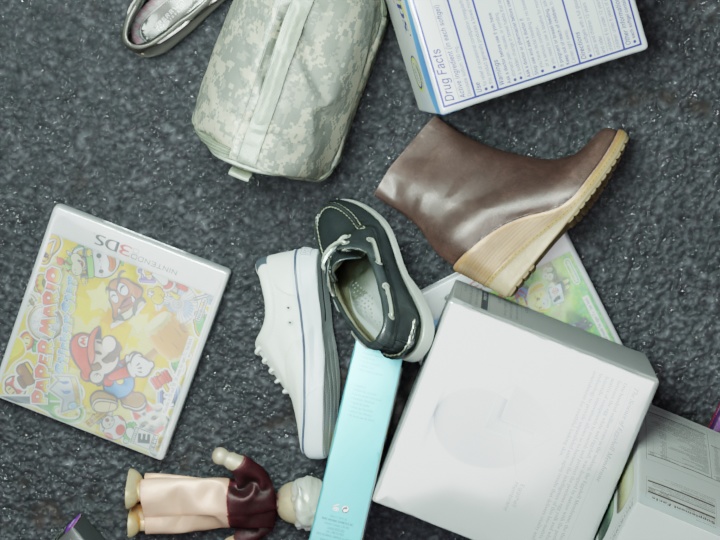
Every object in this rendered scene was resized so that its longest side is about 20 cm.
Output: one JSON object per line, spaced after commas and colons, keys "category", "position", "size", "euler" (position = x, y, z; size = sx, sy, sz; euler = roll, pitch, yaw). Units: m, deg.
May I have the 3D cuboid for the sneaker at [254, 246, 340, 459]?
{"category": "sneaker", "position": [-0.062, 0.079, 1.558], "size": [0.070, 0.073, 0.202], "euler": [-4, 90, 14]}

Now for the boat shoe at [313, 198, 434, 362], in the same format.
{"category": "boat shoe", "position": [0.000, 0.000, 1.480], "size": [0.060, 0.200, 0.076], "euler": [13, 118, -40]}

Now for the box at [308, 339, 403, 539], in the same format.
{"category": "box", "position": [-0.001, 0.159, 1.532], "size": [0.049, 0.082, 0.201], "euler": [13, 86, 3]}

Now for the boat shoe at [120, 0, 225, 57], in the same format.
{"category": "boat shoe", "position": [-0.144, -0.273, 1.505], "size": [0.067, 0.057, 0.200], "euler": [44, 100, -4]}

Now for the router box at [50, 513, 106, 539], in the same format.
{"category": "router box", "position": [-0.266, 0.367, 1.623], "size": [0.149, 0.051, 0.200], "euler": [-41, 95, 8]}

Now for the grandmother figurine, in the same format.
{"category": "grandmother figurine", "position": [-0.126, 0.223, 1.590], "size": [0.198, 0.061, 0.122], "euler": [1, 127, 1]}

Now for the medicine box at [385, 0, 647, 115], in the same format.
{"category": "medicine box", "position": [0.127, -0.253, 1.447], "size": [0.199, 0.103, 0.183], "euler": [-18, 98, -5]}

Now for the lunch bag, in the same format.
{"category": "lunch bag", "position": [-0.063, -0.182, 1.458], "size": [0.139, 0.168, 0.201], "euler": [21, 100, 0]}

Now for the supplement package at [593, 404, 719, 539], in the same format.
{"category": "supplement package", "position": [0.287, 0.247, 1.475], "size": [0.150, 0.200, 0.153], "euler": [22, 113, 0]}

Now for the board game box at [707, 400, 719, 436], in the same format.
{"category": "board game box", "position": [0.440, 0.147, 1.548], "size": [0.199, 0.032, 0.121], "euler": [23, 104, -1]}

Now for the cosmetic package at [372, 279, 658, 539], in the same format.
{"category": "cosmetic package", "position": [0.140, 0.143, 1.498], "size": [0.199, 0.123, 0.200], "euler": [22, 100, 2]}

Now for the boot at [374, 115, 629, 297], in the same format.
{"category": "boot", "position": [0.131, -0.094, 1.510], "size": [0.166, 0.072, 0.200], "euler": [41, 84, 11]}

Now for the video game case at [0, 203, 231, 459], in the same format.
{"category": "video game case", "position": [-0.242, 0.060, 1.585], "size": [0.181, 0.023, 0.201], "euler": [21, 101, 1]}

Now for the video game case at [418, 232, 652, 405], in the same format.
{"category": "video game case", "position": [0.154, 0.082, 1.560], "size": [0.181, 0.022, 0.201], "euler": [-27, 97, 8]}
